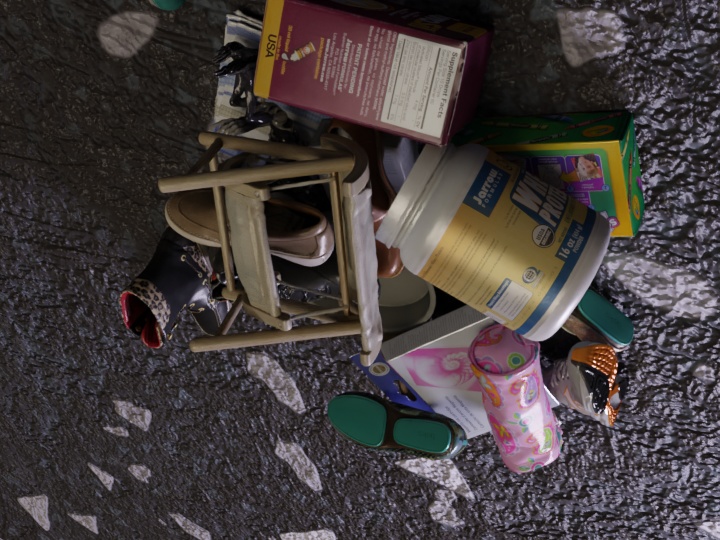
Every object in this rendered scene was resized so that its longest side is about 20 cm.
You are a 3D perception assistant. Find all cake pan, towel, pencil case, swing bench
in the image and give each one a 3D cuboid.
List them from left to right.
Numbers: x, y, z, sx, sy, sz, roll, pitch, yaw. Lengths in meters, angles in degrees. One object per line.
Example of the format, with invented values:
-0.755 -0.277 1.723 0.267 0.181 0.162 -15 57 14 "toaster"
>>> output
-0.097 -0.191 1.153 0.146 0.024 0.200 23 138 4 "towel"
-0.074 -0.025 1.007 0.199 0.130 0.200 2 120 12 "swing bench"
0.000 0.000 1.207 0.200 0.037 0.201 16 144 12 "cake pan"
0.187 0.154 1.190 0.087 0.088 0.200 2 136 27 "pencil case"

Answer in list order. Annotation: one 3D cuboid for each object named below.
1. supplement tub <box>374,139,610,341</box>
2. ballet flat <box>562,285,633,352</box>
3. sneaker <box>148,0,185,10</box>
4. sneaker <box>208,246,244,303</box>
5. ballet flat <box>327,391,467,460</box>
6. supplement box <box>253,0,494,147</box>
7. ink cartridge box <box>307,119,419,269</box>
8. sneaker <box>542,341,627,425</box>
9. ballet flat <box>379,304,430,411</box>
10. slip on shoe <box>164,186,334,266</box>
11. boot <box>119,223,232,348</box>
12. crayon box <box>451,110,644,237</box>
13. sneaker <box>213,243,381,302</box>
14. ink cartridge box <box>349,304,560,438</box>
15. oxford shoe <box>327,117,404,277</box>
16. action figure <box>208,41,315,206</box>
0.129 -0.036 0.999 0.200 0.145 0.145 30 137 0 "supplement tub"
0.228 0.028 1.153 0.200 0.068 0.067 46 150 -15 "ballet flat"
-0.176 -0.346 1.016 0.080 0.071 0.200 25 135 12 "sneaker"
-0.168 -0.001 1.278 0.077 0.082 0.200 61 160 -20 "sneaker"
0.049 0.203 1.293 0.199 0.074 0.074 13 136 36 "ballet flat"
0.014 -0.206 0.983 0.199 0.131 0.104 17 113 12 "supplement box"
0.024 -0.084 1.162 0.109 0.050 0.200 5 141 25 "ink cartridge box"
0.253 0.130 1.185 0.092 0.076 0.200 16 162 26 "sneaker"
0.077 0.129 1.320 0.063 0.069 0.200 -1 129 34 "ballet flat"
-0.126 -0.059 1.117 0.199 0.076 0.061 18 152 13 "slip on shoe"
-0.248 0.047 1.359 0.073 0.151 0.200 9 133 21 "boot"
0.189 -0.099 1.058 0.199 0.058 0.119 2 130 27 "crayon box"
-0.075 0.009 1.154 0.199 0.091 0.076 16 145 10 "sneaker"
0.120 0.139 1.259 0.200 0.043 0.196 -26 129 21 "ink cartridge box"
0.000 -0.074 1.064 0.071 0.071 0.201 -5 115 26 "oxford shoe"
-0.115 -0.147 1.106 0.102 0.119 0.200 -22 125 -7 "action figure"
